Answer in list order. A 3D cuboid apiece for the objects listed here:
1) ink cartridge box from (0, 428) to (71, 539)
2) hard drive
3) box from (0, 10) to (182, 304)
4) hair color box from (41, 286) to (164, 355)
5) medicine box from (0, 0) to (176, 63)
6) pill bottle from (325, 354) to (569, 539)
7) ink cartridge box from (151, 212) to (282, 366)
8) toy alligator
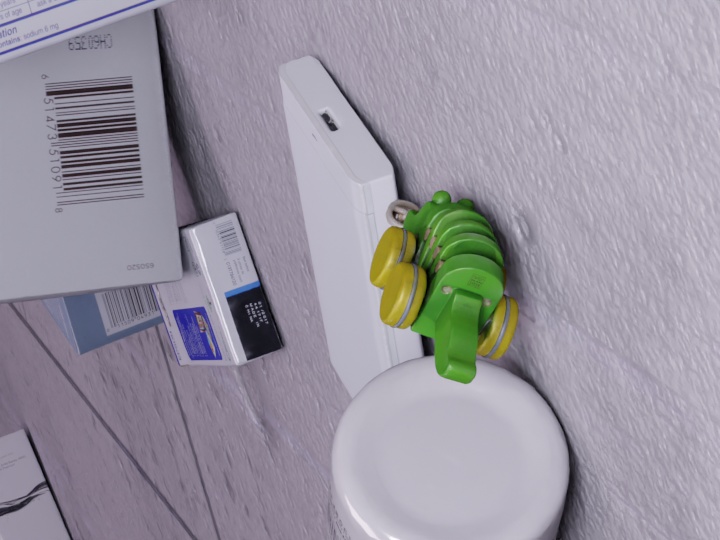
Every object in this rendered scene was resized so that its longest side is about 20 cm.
[{"bbox_3d":[-0.416,0.312,3.362,0.201,0.084,0.145,65,165,12],"label":"ink cartridge box"},{"bbox_3d":[0.000,0.000,1.487,0.132,0.026,0.201,-123,19,-52],"label":"hard drive"},{"bbox_3d":[-0.235,-0.079,1.842,0.131,0.199,0.200,175,88,-76],"label":"box"},{"bbox_3d":[-0.205,-0.018,2.089,0.200,0.099,0.061,-134,26,-57],"label":"hair color box"},{"bbox_3d":[-0.196,-0.237,1.581,0.103,0.182,0.201,-144,36,-64],"label":"medicine box"},{"bbox_3d":[0.039,0.137,1.365,0.200,0.114,0.115,95,151,-59],"label":"pill bottle"},{"bbox_3d":[-0.106,0.016,1.893,0.200,0.039,0.100,175,75,-74],"label":"ink cartridge box"},{"bbox_3d":[0.040,-0.011,1.292,0.200,0.059,0.054,-103,35,-65],"label":"toy alligator"}]
